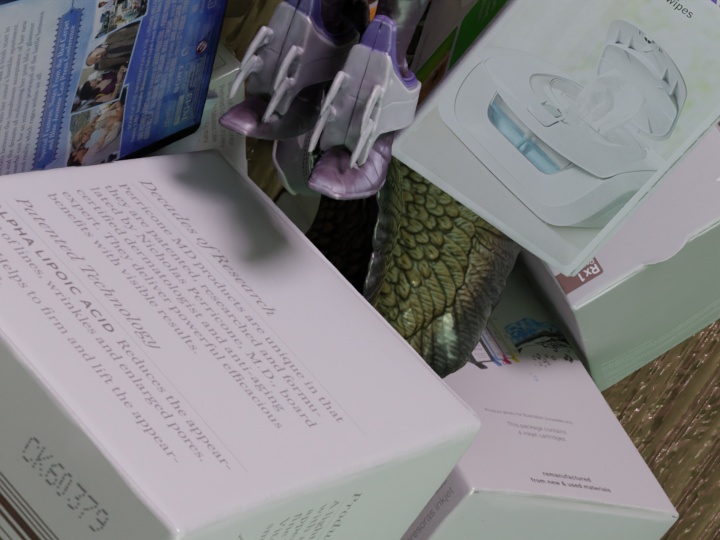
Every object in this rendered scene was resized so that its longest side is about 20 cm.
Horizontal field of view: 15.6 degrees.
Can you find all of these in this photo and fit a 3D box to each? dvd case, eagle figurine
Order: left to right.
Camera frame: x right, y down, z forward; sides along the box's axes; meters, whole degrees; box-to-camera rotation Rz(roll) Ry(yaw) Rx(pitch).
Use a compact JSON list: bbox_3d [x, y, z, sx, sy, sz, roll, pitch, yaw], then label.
[{"bbox_3d":[-0.118,-0.078,0.935,0.200,0.018,0.143,-29,145,-43],"label":"dvd case"},{"bbox_3d":[-0.006,-0.005,1.097,0.151,0.152,0.200,36,103,-22],"label":"eagle figurine"}]

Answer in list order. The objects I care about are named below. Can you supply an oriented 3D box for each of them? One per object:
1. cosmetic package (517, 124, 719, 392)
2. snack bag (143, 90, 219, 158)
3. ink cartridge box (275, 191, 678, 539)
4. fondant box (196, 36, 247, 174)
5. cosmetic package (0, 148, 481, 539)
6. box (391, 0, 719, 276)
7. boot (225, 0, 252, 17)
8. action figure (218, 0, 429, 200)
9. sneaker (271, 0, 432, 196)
[{"bbox_3d":[0.132,-0.017,1.279,0.107,0.090,0.200,-31,161,-2],"label":"cosmetic package"},{"bbox_3d":[-0.152,0.019,1.053,0.188,0.021,0.200,-20,141,-47],"label":"snack bag"},{"bbox_3d":[0.019,0.086,1.263,0.144,0.200,0.147,11,126,-42],"label":"ink cartridge box"},{"bbox_3d":[-0.145,-0.015,1.118,0.200,0.058,0.144,-26,145,-22],"label":"fondant box"},{"bbox_3d":[-0.098,0.074,0.968,0.165,0.165,0.200,-53,159,26],"label":"cosmetic package"},{"bbox_3d":[0.111,-0.128,1.028,0.097,0.200,0.177,33,125,-11],"label":"box"},{"bbox_3d":[-0.069,-0.172,1.006,0.075,0.074,0.200,-6,140,-20],"label":"boot"},{"bbox_3d":[0.015,-0.130,0.938,0.069,0.130,0.200,-10,124,-59],"label":"action figure"},{"bbox_3d":[0.051,-0.088,1.189,0.200,0.077,0.078,-31,146,0],"label":"sneaker"}]
